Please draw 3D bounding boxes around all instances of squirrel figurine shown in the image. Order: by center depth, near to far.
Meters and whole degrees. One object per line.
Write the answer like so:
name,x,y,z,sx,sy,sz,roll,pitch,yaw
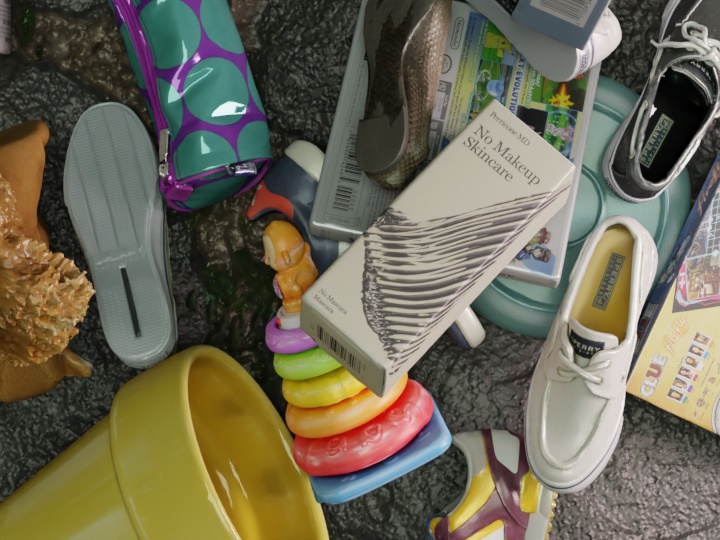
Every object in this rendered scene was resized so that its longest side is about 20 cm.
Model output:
squirrel figurine,-0.258,0.011,1.541,0.141,0.200,0.188,-16,106,-10

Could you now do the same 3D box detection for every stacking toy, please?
stacking toy,-0.024,0.055,1.559,0.109,0.116,0.201,-25,110,0

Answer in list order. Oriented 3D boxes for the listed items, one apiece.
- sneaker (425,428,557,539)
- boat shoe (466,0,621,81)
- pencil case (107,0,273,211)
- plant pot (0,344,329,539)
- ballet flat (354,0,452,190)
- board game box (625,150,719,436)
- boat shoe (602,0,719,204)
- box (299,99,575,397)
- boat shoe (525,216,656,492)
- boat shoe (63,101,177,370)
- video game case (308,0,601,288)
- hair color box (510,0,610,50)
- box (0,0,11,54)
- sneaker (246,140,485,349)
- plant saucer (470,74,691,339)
sneaker,0.087,0.217,1.616,0.089,0.075,0.202,10,83,-2
boat shoe,0.113,-0.225,1.595,0.070,0.071,0.200,-28,68,-35
pencil case,-0.129,-0.149,1.577,0.092,0.085,0.201,-13,81,-41
plant pot,-0.149,0.181,1.557,0.188,0.201,0.202,-26,93,14
ballet flat,0.036,-0.146,1.567,0.067,0.046,0.201,-12,57,35
board game box,0.287,0.022,1.619,0.135,0.035,0.201,25,92,-10
boat shoe,0.238,-0.142,1.589,0.073,0.068,0.200,34,78,-6
box,0.052,-0.015,1.500,0.082,0.068,0.200,39,73,12
boat shoe,0.161,0.057,1.560,0.070,0.070,0.201,18,85,16
boat shoe,-0.172,-0.021,1.602,0.071,0.062,0.202,-9,74,0
video game case,0.071,-0.099,1.583,0.181,0.022,0.201,12,68,2
hair color box,0.170,-0.264,1.536,0.060,0.099,0.201,23,58,-1
box,-0.355,-0.205,1.568,0.198,0.112,0.102,-1,94,-1
sneaker,0.000,0.000,1.605,0.200,0.075,0.085,44,90,8
plant saucer,0.147,-0.049,1.626,0.198,0.027,0.202,0,92,-2
